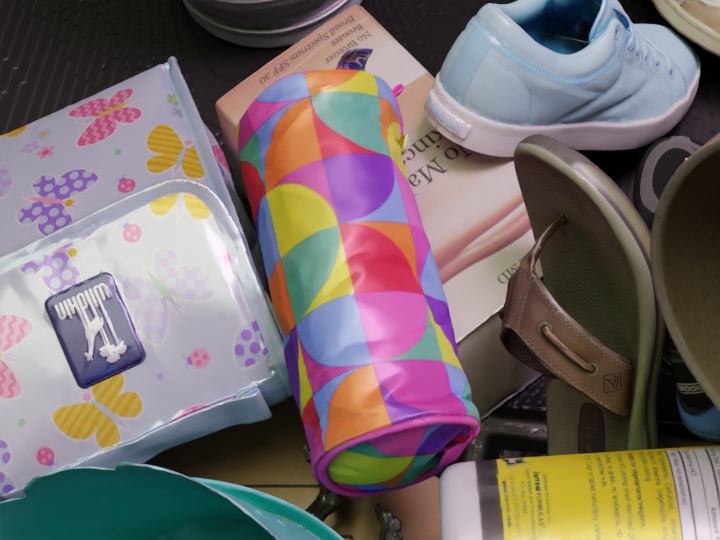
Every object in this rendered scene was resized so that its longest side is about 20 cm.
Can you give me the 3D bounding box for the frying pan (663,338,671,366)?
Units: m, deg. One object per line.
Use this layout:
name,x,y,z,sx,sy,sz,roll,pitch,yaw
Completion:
frying pan,0.202,0.037,0.984,0.114,0.031,0.191,-15,55,1

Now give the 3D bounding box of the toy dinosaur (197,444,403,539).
toy dinosaur,-0.025,0.137,0.923,0.199,0.047,0.088,35,86,25

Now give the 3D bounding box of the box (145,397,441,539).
box,-0.044,0.147,0.960,0.199,0.021,0.164,27,66,22

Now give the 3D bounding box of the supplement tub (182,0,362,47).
supplement tub,-0.062,-0.233,1.087,0.139,0.201,0.142,-4,58,7

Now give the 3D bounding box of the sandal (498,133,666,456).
sandal,0.097,0.037,0.903,0.057,0.203,0.080,-21,26,-29

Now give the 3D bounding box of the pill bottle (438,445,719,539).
pill bottle,0.135,0.135,0.868,0.198,0.113,0.113,-3,58,2

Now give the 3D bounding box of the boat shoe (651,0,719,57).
boat shoe,0.189,-0.176,1.079,0.073,0.063,0.200,-18,50,-40

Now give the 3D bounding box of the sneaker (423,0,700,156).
sneaker,0.121,-0.111,1.006,0.199,0.082,0.074,-19,55,-46

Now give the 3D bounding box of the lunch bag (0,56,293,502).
lunch bag,-0.129,0.012,0.978,0.168,0.128,0.201,-22,48,1

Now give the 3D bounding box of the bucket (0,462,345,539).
bucket,-0.078,0.186,0.837,0.205,0.135,0.210,-3,80,18

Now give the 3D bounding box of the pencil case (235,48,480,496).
pencil case,0.000,0.000,0.907,0.087,0.089,0.202,-12,64,2

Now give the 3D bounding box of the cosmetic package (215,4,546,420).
cosmetic package,0.024,-0.029,1.016,0.103,0.088,0.200,-36,60,-14

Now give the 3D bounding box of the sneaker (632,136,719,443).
sneaker,0.168,-0.007,0.935,0.070,0.083,0.200,-7,36,5

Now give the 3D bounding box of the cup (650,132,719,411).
cup,0.236,-0.012,0.789,0.199,0.201,0.143,30,55,24
